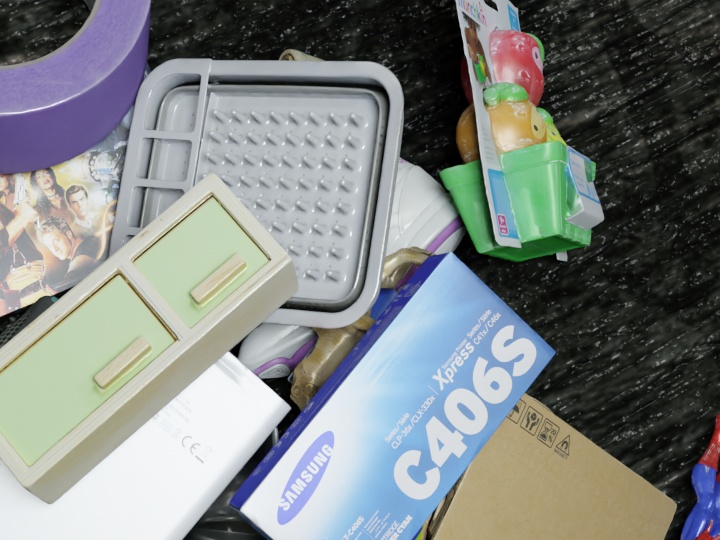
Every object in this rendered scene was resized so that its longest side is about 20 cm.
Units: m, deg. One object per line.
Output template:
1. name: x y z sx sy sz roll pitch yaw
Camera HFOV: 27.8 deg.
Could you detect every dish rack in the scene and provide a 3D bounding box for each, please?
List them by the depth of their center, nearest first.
1. dish rack: -0.063 -0.049 0.949 0.198 0.043 0.174 4 79 26

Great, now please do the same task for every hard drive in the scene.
1. hard drive: -0.156 0.119 0.901 0.132 0.025 0.200 41 78 -3

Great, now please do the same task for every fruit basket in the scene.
1. fruit basket: 0.112 -0.110 1.029 0.093 0.185 0.202 -6 84 20

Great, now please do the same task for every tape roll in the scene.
1. tape roll: -0.237 -0.171 0.954 0.198 0.085 0.202 4 68 -10

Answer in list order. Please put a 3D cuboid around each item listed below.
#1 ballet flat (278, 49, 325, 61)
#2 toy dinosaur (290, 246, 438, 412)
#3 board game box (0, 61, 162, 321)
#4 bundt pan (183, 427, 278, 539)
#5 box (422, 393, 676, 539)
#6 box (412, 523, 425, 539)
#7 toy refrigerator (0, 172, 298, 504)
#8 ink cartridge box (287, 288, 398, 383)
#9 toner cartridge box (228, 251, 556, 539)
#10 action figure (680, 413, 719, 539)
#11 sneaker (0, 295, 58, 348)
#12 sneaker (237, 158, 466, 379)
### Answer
1. ballet flat: -0.068 -0.065 1.018 0.062 0.067 0.202 31 65 -26
2. toy dinosaur: 0.000 0.000 0.953 0.100 0.058 0.202 5 72 10
3. board game box: -0.215 -0.051 0.991 0.199 0.035 0.137 -23 88 -18
4. bundt pan: -0.138 0.167 0.952 0.200 0.076 0.204 2 81 -11
5. box: 0.128 0.193 1.020 0.199 0.021 0.165 36 74 -31
6. box: -0.012 0.217 0.951 0.064 0.070 0.202 11 102 -15
7. toy refrigerator: -0.136 0.039 0.860 0.200 0.070 0.076 -40 76 -11
8. ink cartridge box: 0.050 0.101 1.004 0.200 0.039 0.100 43 79 -26
9. toner cartridge box: 0.020 0.095 0.880 0.095 0.043 0.200 41 77 -9
10. action figure: 0.248 0.207 1.069 0.201 0.051 0.065 -60 142 -14
11. sneaker: -0.273 0.076 0.918 0.200 0.078 0.091 -43 96 -9
12. sneaker: -0.019 -0.003 1.032 0.200 0.075 0.100 -40 74 -17
